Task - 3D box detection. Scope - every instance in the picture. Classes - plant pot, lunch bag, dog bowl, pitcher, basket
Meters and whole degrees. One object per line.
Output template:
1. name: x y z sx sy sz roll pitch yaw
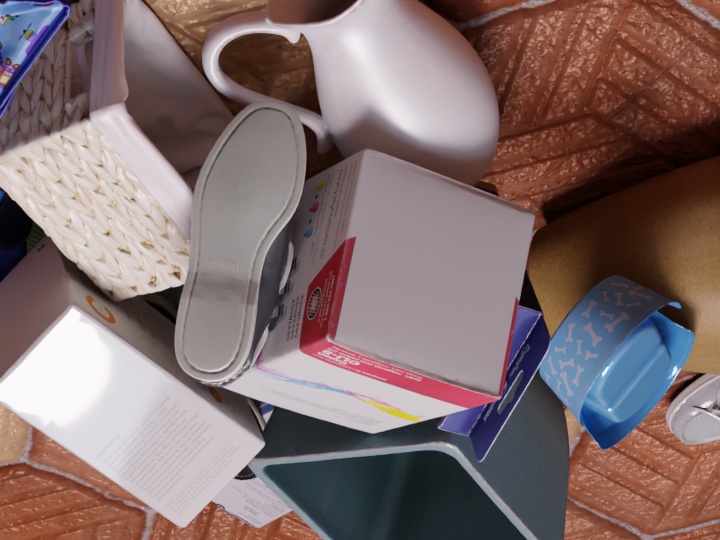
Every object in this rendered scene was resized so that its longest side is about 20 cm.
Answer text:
1. plant pot: 0.060 0.119 1.696 0.196 0.200 0.196 -8 139 33
2. plant pot: 0.242 0.004 1.646 0.199 0.187 0.187 -7 142 20
3. lunch bag: -0.263 -0.164 1.365 0.094 0.151 0.200 11 137 -21
4. dog bowl: 0.186 0.065 1.514 0.112 0.050 0.200 -50 159 -2
5. pitcher: -0.002 -0.132 1.472 0.171 0.121 0.200 -25 130 13
6. basket: -0.173 -0.085 1.489 0.123 0.136 0.200 -20 138 18

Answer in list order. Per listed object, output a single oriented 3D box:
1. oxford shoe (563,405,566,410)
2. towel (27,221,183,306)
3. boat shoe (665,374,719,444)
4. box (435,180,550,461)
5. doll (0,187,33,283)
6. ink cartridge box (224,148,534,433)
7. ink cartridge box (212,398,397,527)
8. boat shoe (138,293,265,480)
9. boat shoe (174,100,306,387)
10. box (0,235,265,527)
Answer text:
1. oxford shoe: 0.162 0.074 1.801 0.075 0.071 0.200 27 131 -5
2. towel: -0.231 -0.006 1.660 0.200 0.023 0.152 27 129 -34
3. boat shoe: 0.377 0.118 1.874 0.201 0.065 0.074 -17 139 12
4. box: 0.083 0.034 1.537 0.032 0.200 0.121 15 121 -22
5. doll: -0.279 -0.042 1.558 0.136 0.049 0.200 0 135 -15
6. ink cartridge box: 0.005 0.021 1.489 0.144 0.146 0.200 19 160 -23
7. ink cartridge box: -0.086 0.148 1.827 0.200 0.076 0.136 -31 134 24
8. boat shoe: -0.140 0.111 1.703 0.074 0.066 0.200 -19 119 17
9. boat shoe: -0.084 -0.018 1.435 0.075 0.201 0.060 18 174 9
10. box: -0.185 0.083 1.569 0.097 0.124 0.200 -45 120 9
